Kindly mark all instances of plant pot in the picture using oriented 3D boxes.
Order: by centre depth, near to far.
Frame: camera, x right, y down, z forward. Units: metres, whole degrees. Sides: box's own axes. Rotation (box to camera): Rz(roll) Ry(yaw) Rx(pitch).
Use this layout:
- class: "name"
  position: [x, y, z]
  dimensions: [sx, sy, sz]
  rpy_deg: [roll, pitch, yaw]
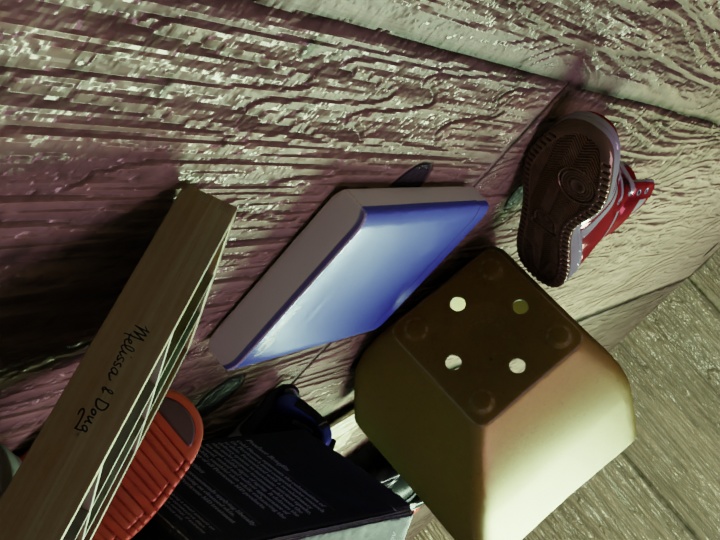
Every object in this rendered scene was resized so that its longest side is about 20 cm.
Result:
- class: "plant pot"
  position: [0.110, 0.097, 1.021]
  dimensions: [0.195, 0.194, 0.201]
  rpy_deg: [-38, 153, -12]

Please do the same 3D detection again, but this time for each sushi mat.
- class: "sushi mat"
  position: [-0.067, 0.184, 1.136]
  dimensions: [0.199, 0.012, 0.096]
  rpy_deg: [-27, 160, -43]

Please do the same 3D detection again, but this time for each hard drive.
- class: "hard drive"
  position: [0.000, 0.000, 0.766]
  dimensions: [0.132, 0.025, 0.199]
  rpy_deg: [-47, 164, 21]

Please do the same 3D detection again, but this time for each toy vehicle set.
- class: "toy vehicle set"
  position: [-0.114, 0.074, 0.509]
  dimensions: [0.125, 0.026, 0.201]
  rpy_deg: [117, -3, -54]

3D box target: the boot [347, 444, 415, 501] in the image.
- class: "boot"
  position: [0.035, 0.246, 1.485]
  dimensions: [0.164, 0.066, 0.201]
  rpy_deg: [-36, 160, -25]

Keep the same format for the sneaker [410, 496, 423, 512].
- class: "sneaker"
  position: [0.099, 0.303, 1.769]
  dimensions: [0.199, 0.071, 0.098]
  rpy_deg: [-30, 164, -33]

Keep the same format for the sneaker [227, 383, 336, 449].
- class: "sneaker"
  position: [-0.062, 0.153, 0.931]
  dimensions: [0.115, 0.081, 0.199]
  rpy_deg: [-41, 164, 7]

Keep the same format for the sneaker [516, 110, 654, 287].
- class: "sneaker"
  position: [0.182, -0.078, 0.923]
  dimensions: [0.112, 0.071, 0.201]
  rpy_deg: [-42, 161, -23]

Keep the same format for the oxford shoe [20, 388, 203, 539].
- class: "oxford shoe"
  position: [-0.170, 0.132, 0.663]
  dimensions: [0.199, 0.072, 0.073]
  rpy_deg: [-37, -175, 1]

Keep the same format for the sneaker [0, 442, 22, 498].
- class: "sneaker"
  position: [-0.228, 0.162, 0.557]
  dimensions: [0.199, 0.074, 0.116]
  rpy_deg: [-40, 162, -10]

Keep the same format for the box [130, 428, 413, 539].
- class: "box"
  position: [-0.093, 0.223, 0.770]
  dimensions: [0.195, 0.123, 0.202]
  rpy_deg: [4, 110, -49]
